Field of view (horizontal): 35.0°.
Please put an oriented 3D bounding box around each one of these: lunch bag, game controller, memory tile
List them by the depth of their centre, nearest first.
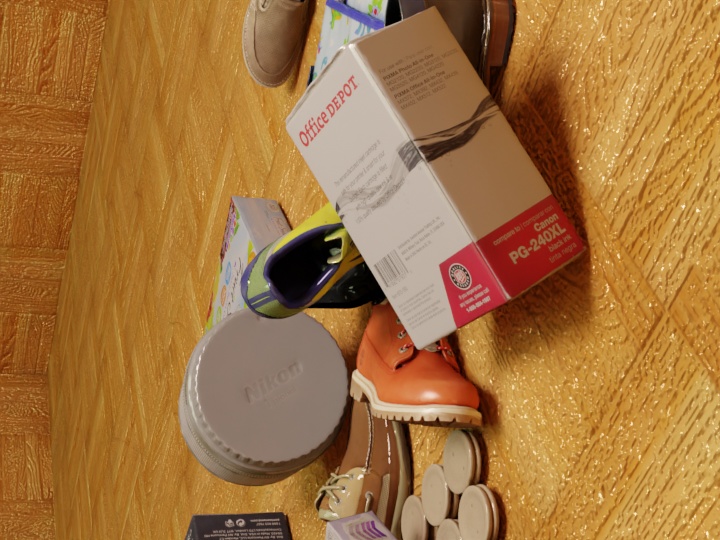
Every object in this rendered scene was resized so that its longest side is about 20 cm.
[{"bbox_3d":[0.081,0.239,0.883,0.154,0.017,0.202,115,149,-43],"label":"memory tile"},{"bbox_3d":[0.021,-0.185,1.027,0.200,0.081,0.163,-132,52,-60],"label":"lunch bag"},{"bbox_3d":[0.000,0.000,1.028,0.043,0.103,0.200,67,160,-8],"label":"game controller"}]

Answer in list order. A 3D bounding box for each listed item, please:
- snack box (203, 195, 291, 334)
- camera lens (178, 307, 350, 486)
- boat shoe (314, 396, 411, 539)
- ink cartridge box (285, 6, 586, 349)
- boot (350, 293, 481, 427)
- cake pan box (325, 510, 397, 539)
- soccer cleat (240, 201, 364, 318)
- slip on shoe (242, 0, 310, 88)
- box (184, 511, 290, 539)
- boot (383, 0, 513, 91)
[{"bbox_3d":[-0.131,0.037,1.386,0.169,0.067,0.202,-119,38,-55],"label":"snack box"},{"bbox_3d":[-0.097,0.126,1.126,0.200,0.158,0.162,128,141,-72],"label":"camera lens"},{"bbox_3d":[0.000,0.210,1.014,0.076,0.073,0.203,148,123,-64],"label":"boat shoe"},{"bbox_3d":[0.046,-0.062,0.813,0.201,0.083,0.145,59,153,3],"label":"ink cartridge box"},{"bbox_3d":[0.045,0.069,0.934,0.200,0.074,0.109,-159,79,-69],"label":"boot"},{"bbox_3d":[0.025,0.317,0.893,0.184,0.052,0.202,40,129,49],"label":"cake pan box"},{"bbox_3d":[-0.009,-0.031,0.903,0.065,0.200,0.084,54,160,-10],"label":"soccer cleat"},{"bbox_3d":[-0.090,-0.313,1.342,0.061,0.075,0.202,-128,54,-68],"label":"slip on shoe"},{"bbox_3d":[-0.143,0.412,1.285,0.201,0.116,0.198,-111,33,-45],"label":"box"},{"bbox_3d":[0.055,-0.126,0.902,0.075,0.096,0.203,-155,71,-66],"label":"boot"}]
